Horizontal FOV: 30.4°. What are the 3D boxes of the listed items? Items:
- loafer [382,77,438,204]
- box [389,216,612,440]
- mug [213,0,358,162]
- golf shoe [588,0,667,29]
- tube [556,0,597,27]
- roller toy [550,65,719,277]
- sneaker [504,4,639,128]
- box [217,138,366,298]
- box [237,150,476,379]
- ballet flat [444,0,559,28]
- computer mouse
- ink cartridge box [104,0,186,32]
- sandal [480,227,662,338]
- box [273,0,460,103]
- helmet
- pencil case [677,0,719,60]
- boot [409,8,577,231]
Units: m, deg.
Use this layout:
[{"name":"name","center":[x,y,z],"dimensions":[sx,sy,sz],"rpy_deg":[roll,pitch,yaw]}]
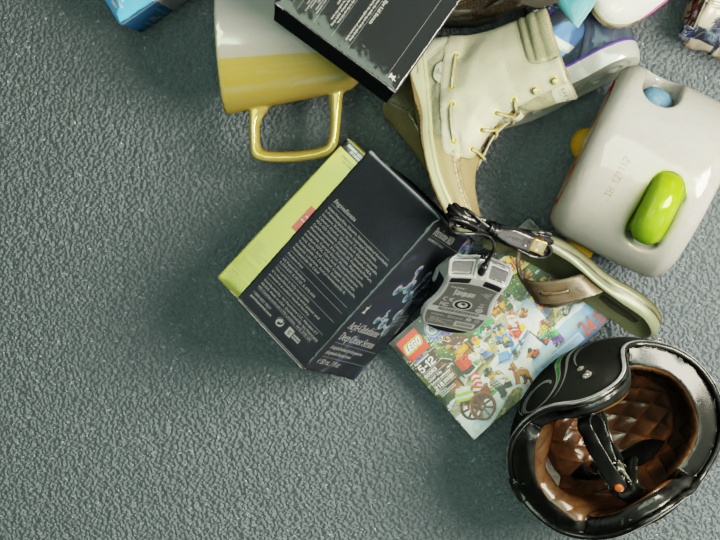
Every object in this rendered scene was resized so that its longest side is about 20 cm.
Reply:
[{"name":"loafer","center":[0.061,-0.157,1.377],"dimensions":[0.067,0.076,0.201],"rpy_deg":[-16,82,9]},{"name":"box","center":[0.149,0.060,1.390],"dimensions":[0.200,0.038,0.137],"rpy_deg":[-43,88,6]},{"name":"mug","center":[-0.068,-0.224,1.367],"dimensions":[0.152,0.150,0.187],"rpy_deg":[-3,125,-2]},{"name":"golf shoe","center":[0.301,-0.311,1.294],"dimensions":[0.200,0.092,0.073],"rpy_deg":[-39,91,-20]},{"name":"tube","center":[0.178,-0.328,1.314],"dimensions":[0.200,0.050,0.078],"rpy_deg":[52,124,34]},{"name":"roller toy","center":[0.270,-0.099,1.299],"dimensions":[0.139,0.200,0.183],"rpy_deg":[26,73,5]},{"name":"sneaker","center":[0.176,-0.243,1.363],"dimensions":[0.199,0.081,0.147],"rpy_deg":[-23,76,16]},{"name":"box","center":[-0.061,-0.049,1.392],"dimensions":[0.050,0.075,0.200],"rpy_deg":[45,95,3]},{"name":"box","center":[0.000,0.000,1.339],"dimensions":[0.107,0.148,0.200],"rpy_deg":[44,97,20]},{"name":"ballet flat","center":[0.125,-0.278,1.321],"dimensions":[0.067,0.200,0.047],"rpy_deg":[7,84,-35]},{"name":"computer mouse","center":[0.109,0.000,1.298],"dimensions":[0.109,0.200,0.044],"rpy_deg":[11,59,-11]},{"name":"ink cartridge box","center":[-0.198,-0.367,1.388],"dimensions":[0.199,0.085,0.145],"rpy_deg":[-32,89,8]},{"name":"sandal","center":[0.207,0.017,1.316],"dimensions":[0.200,0.080,0.058],"rpy_deg":[32,77,0]},{"name":"box","center":[0.031,-0.283,1.252],"dimensions":[0.141,0.079,0.200],"rpy_deg":[36,86,-1]},{"name":"helmet","center":[0.252,0.159,1.309],"dimensions":[0.199,0.190,0.201],"rpy_deg":[14,117,29]},{"name":"pencil case","center":[0.420,-0.228,1.322],"dimensions":[0.199,0.089,0.078],"rpy_deg":[23,94,4]},{"name":"boot","center":[0.136,-0.145,1.286],"dimensions":[0.154,0.072,0.201],"rpy_deg":[-13,79,13]}]
